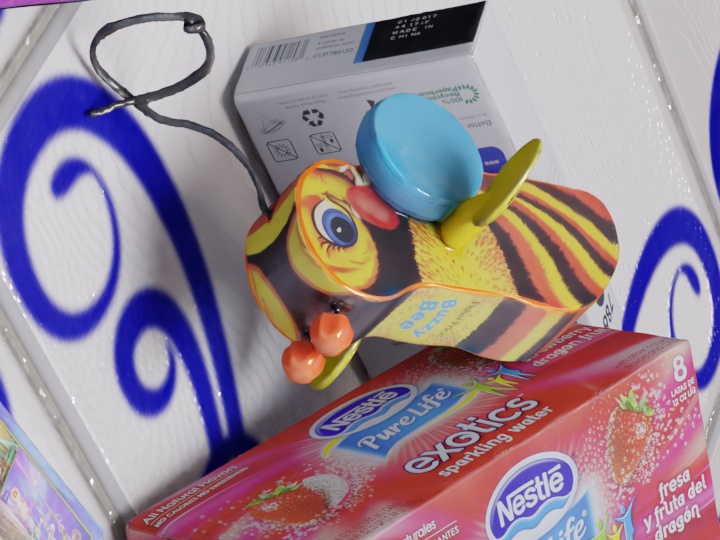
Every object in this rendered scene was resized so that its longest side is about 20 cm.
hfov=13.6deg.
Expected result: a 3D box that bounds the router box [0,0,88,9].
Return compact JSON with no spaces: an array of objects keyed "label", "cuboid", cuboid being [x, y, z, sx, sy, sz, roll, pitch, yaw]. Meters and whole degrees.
[{"label":"router box","cuboid":[-0.071,-0.180,1.028,0.200,0.051,0.150,-28,112,-59]}]

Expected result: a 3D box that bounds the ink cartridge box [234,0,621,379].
[{"label":"ink cartridge box","cuboid":[0.035,-0.008,1.150,0.039,0.099,0.201,-73,147,-47]}]

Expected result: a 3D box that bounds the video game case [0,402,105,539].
[{"label":"video game case","cuboid":[-0.159,0.091,0.834,0.200,0.045,0.182,58,40,-41]}]

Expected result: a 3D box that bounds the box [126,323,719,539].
[{"label":"box","cuboid":[0.027,0.096,1.060,0.199,0.099,0.096,-28,115,-39]}]

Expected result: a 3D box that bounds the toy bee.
[{"label":"toy bee","cuboid":[0.000,0.000,1.036,0.131,0.198,0.109,109,-17,-50]}]
